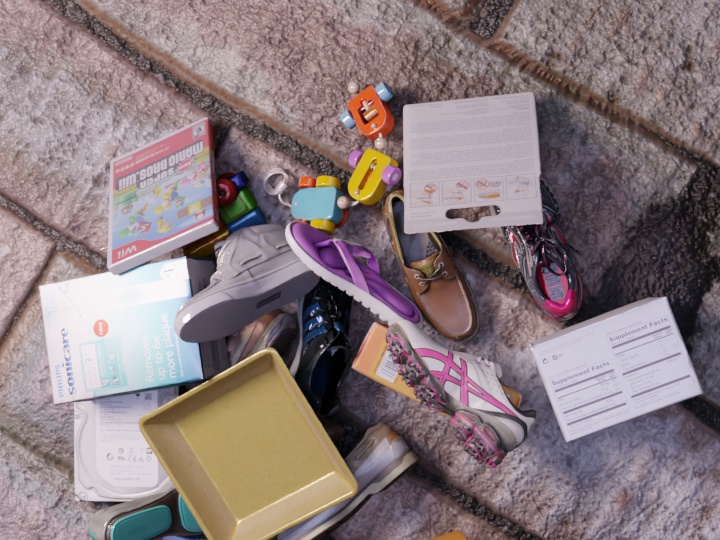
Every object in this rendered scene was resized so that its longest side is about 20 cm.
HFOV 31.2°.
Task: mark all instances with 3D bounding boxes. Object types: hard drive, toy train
[{"bbox_3d":[-0.288,0.188,1.611,0.139,0.038,0.200,0,88,8],"label":"hard drive"},{"bbox_3d":[-0.206,-0.029,1.587,0.200,0.085,0.116,-30,98,7],"label":"toy train"},{"bbox_3d":[-0.017,-0.128,1.574,0.200,0.056,0.150,-40,57,16],"label":"toy train"}]

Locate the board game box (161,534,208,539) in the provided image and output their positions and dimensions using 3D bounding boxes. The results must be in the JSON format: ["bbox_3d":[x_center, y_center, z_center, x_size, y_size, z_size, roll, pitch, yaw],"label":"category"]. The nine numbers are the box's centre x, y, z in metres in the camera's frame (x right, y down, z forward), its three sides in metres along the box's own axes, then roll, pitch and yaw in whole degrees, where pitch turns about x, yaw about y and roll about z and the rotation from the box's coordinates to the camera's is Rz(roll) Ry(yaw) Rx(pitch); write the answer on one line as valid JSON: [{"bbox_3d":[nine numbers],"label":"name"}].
[{"bbox_3d":[-0.249,0.388,1.587,0.200,0.062,0.200,29,93,9],"label":"board game box"}]

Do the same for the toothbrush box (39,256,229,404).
[{"bbox_3d":[-0.270,0.073,1.538,0.200,0.085,0.147,-10,84,18],"label":"toothbrush box"}]

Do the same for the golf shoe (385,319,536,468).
[{"bbox_3d":[0.113,0.127,1.479,0.092,0.073,0.200,-41,85,-20],"label":"golf shoe"}]

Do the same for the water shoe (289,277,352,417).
[{"bbox_3d":[-0.034,0.078,1.540,0.071,0.079,0.200,13,83,-35],"label":"water shoe"}]

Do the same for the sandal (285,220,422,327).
[{"bbox_3d":[0.000,-0.004,1.521,0.203,0.083,0.050,37,113,-17],"label":"sandal"}]

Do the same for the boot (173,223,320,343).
[{"bbox_3d":[-0.148,0.010,1.494,0.096,0.200,0.074,48,140,25],"label":"boot"}]

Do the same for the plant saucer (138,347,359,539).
[{"bbox_3d":[-0.127,0.210,1.513,0.200,0.048,0.200,-29,96,17],"label":"plant saucer"}]

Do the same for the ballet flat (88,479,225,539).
[{"bbox_3d":[-0.233,0.289,1.547,0.064,0.200,0.068,5,100,51],"label":"ballet flat"}]

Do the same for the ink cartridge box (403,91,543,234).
[{"bbox_3d":[0.130,-0.116,1.502,0.161,0.050,0.200,-5,56,8],"label":"ink cartridge box"}]

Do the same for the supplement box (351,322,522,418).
[{"bbox_3d":[0.093,0.133,1.541,0.200,0.067,0.069,28,90,7],"label":"supplement box"}]

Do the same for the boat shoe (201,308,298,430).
[{"bbox_3d":[-0.158,0.122,1.580,0.072,0.076,0.200,38,91,18],"label":"boat shoe"}]

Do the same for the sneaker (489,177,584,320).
[{"bbox_3d":[0.213,-0.038,1.523,0.081,0.075,0.200,-26,84,8],"label":"sneaker"}]

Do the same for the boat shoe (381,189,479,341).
[{"bbox_3d":[0.078,-0.003,1.545,0.072,0.068,0.200,-30,85,6],"label":"boat shoe"}]

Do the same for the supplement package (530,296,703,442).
[{"bbox_3d":[0.282,0.106,1.446,0.156,0.200,0.111,-22,87,7],"label":"supplement package"}]

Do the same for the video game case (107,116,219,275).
[{"bbox_3d":[-0.239,-0.093,1.549,0.143,0.017,0.200,-23,43,12],"label":"video game case"}]

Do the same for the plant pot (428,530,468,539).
[{"bbox_3d":[0.070,0.401,1.487,0.183,0.200,0.200,-31,84,-10],"label":"plant pot"}]

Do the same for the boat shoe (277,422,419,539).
[{"bbox_3d":[-0.026,0.265,1.557,0.200,0.075,0.068,-38,78,-1],"label":"boat shoe"}]
